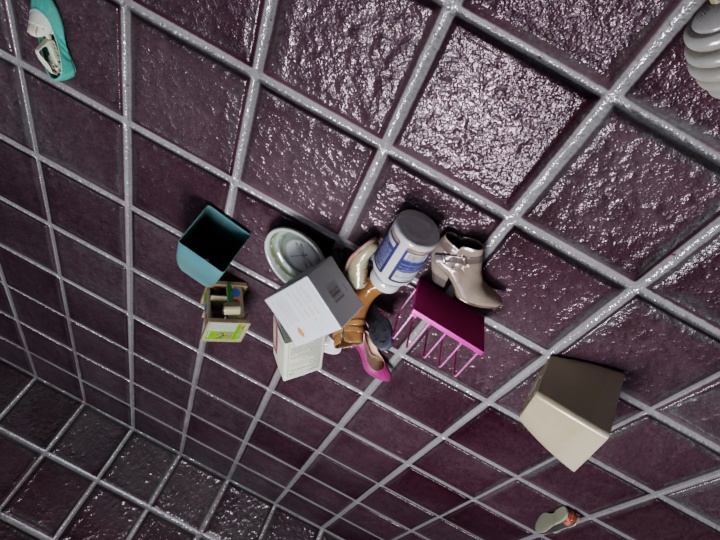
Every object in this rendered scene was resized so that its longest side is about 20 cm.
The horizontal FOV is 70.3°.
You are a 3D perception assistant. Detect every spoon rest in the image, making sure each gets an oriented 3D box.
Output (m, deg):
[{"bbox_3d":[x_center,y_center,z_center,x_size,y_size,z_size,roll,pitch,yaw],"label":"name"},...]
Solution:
[{"bbox_3d":[-0.105,0.193,1.552,0.098,0.061,0.202,15,136,13],"label":"spoon rest"}]

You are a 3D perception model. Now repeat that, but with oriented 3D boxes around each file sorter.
[{"bbox_3d":[0.192,0.148,1.276,0.198,0.140,0.126,31,123,-5],"label":"file sorter"}]

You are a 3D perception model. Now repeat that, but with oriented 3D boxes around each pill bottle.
[{"bbox_3d":[0.094,-0.036,1.185,0.110,0.112,0.201,28,138,-2],"label":"pill bottle"}]

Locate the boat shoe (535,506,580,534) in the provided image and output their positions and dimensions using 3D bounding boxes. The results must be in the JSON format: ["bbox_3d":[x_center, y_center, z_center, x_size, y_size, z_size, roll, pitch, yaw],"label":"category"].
[{"bbox_3d":[0.707,0.912,1.849,0.062,0.072,0.201,26,134,-4],"label":"boat shoe"}]

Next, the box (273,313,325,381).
[{"bbox_3d":[-0.180,0.208,1.486,0.126,0.110,0.202,-14,143,-22],"label":"box"}]

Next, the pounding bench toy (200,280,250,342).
[{"bbox_3d":[-0.398,0.097,1.525,0.122,0.158,0.200,5,146,-26],"label":"pounding bench toy"}]

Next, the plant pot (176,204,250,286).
[{"bbox_3d":[-0.424,-0.047,1.422,0.141,0.142,0.200,36,145,-10],"label":"plant pot"}]

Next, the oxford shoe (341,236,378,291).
[{"bbox_3d":[0.000,0.000,1.276,0.074,0.070,0.201,45,129,13],"label":"oxford shoe"}]

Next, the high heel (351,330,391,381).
[{"bbox_3d":[0.044,0.255,1.534,0.201,0.067,0.095,54,144,-9],"label":"high heel"}]

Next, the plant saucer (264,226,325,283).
[{"bbox_3d":[-0.161,-0.035,1.348,0.197,0.050,0.202,19,132,22],"label":"plant saucer"}]

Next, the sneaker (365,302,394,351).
[{"bbox_3d":[0.059,0.153,1.355,0.070,0.201,0.082,-43,121,10],"label":"sneaker"}]

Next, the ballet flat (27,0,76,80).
[{"bbox_3d":[-0.697,-0.517,1.141,0.066,0.071,0.202,17,137,10],"label":"ballet flat"}]

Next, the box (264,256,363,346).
[{"bbox_3d":[-0.119,0.081,1.289,0.199,0.106,0.153,-25,101,45],"label":"box"}]

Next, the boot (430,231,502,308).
[{"bbox_3d":[0.252,-0.002,1.172,0.197,0.071,0.147,21,136,6],"label":"boot"}]

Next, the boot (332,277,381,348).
[{"bbox_3d":[-0.003,0.111,1.331,0.198,0.158,0.076,-21,145,31],"label":"boot"}]

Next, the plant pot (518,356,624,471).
[{"bbox_3d":[0.519,0.341,1.294,0.175,0.200,0.201,27,139,16],"label":"plant pot"}]

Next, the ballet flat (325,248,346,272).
[{"bbox_3d":[-0.084,0.019,1.369,0.065,0.057,0.201,18,139,-3],"label":"ballet flat"}]

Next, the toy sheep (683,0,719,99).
[{"bbox_3d":[0.511,-0.312,0.689,0.137,0.139,0.200,-24,122,41],"label":"toy sheep"}]
